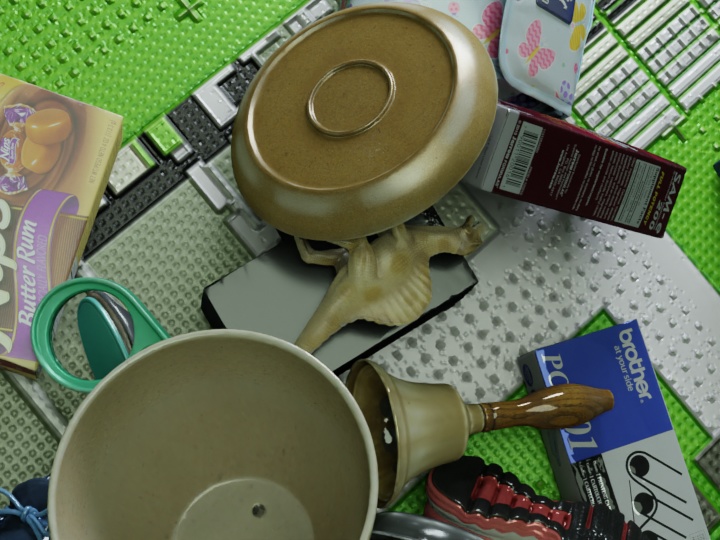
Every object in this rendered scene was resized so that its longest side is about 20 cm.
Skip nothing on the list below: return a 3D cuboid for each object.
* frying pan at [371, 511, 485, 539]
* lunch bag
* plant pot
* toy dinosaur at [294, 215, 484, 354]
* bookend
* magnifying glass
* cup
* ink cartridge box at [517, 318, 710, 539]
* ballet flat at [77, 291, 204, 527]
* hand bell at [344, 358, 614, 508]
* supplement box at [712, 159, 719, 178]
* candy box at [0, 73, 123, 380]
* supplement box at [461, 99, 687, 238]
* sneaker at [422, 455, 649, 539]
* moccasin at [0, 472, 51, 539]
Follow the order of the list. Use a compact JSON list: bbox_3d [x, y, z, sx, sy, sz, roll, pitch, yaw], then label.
[{"bbox_3d":[0.027,0.197,0.966,0.114,0.189,0.031,30,69,-32],"label":"frying pan"},{"bbox_3d":[0.092,-0.225,1.061,0.197,0.127,0.172,17,82,-10],"label":"lunch bag"},{"bbox_3d":[-0.004,-0.113,0.930,0.197,0.028,0.202,-11,56,16],"label":"plant pot"},{"bbox_3d":[0.000,0.000,0.936,0.199,0.058,0.102,-36,86,-13],"label":"toy dinosaur"},{"bbox_3d":[-0.050,-0.017,1.010,0.199,0.092,0.200,-31,84,-13],"label":"bookend"},{"bbox_3d":[-0.137,0.066,0.934,0.198,0.022,0.081,22,86,7],"label":"magnifying glass"},{"bbox_3d":[-0.084,0.159,0.856,0.197,0.144,0.203,-1,63,3],"label":"cup"},{"bbox_3d":[0.199,0.149,1.046,0.093,0.044,0.203,-15,81,-14],"label":"ink cartridge box"},{"bbox_3d":[-0.145,0.104,0.987,0.072,0.073,0.202,-21,77,-14],"label":"ballet flat"},{"bbox_3d":[0.096,0.105,0.983,0.197,0.104,0.106,-6,80,-22],"label":"hand bell"},{"bbox_3d":[0.414,-0.050,1.045,0.133,0.200,0.201,-29,86,-13],"label":"supplement box"},{"bbox_3d":[-0.260,-0.034,0.993,0.115,0.056,0.203,19,75,-7],"label":"candy box"},{"bbox_3d":[0.137,-0.083,1.001,0.198,0.108,0.062,12,103,-39],"label":"supplement box"},{"bbox_3d":[0.134,0.212,0.996,0.198,0.088,0.074,25,35,11],"label":"sneaker"},{"bbox_3d":[-0.215,0.166,0.895,0.079,0.200,0.069,13,111,7],"label":"moccasin"}]
